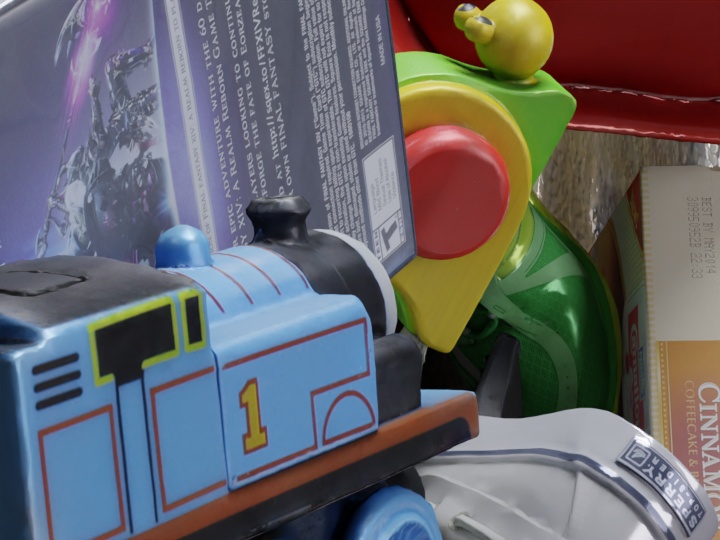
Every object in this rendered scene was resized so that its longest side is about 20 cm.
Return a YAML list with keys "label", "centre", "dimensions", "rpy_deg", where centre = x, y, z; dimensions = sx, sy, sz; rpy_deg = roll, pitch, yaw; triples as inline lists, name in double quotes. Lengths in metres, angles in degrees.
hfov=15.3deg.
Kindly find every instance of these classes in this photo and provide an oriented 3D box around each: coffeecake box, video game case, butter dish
- label: "coffeecake box"
  centre: [0.130, 0.059, 1.058]
  dimensions: [0.200, 0.073, 0.154]
  rpy_deg: [107, -18, -75]
- label: "video game case"
  centre: [-0.048, -0.024, 0.678]
  dimensions: [0.200, 0.019, 0.144]
  rpy_deg: [-40, 131, -46]
- label: "butter dish"
  centre: [0.088, -0.158, 0.929]
  dimensions: [0.199, 0.148, 0.200]
  rpy_deg: [3, 56, -37]

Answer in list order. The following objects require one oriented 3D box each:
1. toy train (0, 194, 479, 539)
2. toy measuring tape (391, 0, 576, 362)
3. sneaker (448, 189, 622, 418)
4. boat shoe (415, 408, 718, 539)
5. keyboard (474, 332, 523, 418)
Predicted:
- label: "toy train"
  centre: [-0.045, 0.048, 0.608]
  dimensions: [0.200, 0.086, 0.115]
  rpy_deg: [-18, 108, -56]
- label: "toy measuring tape"
  centre: [0.000, 0.000, 0.847]
  dimensions: [0.201, 0.073, 0.074]
  rpy_deg: [-62, 159, 12]
- label: "sneaker"
  centre: [0.033, -0.015, 0.980]
  dimensions: [0.084, 0.074, 0.201]
  rpy_deg: [-43, 114, -53]
- label: "boat shoe"
  centre: [0.036, 0.087, 0.812]
  dimensions: [0.074, 0.200, 0.065]
  rpy_deg: [44, 70, -2]
- label: "keyboard"
  centre: [0.039, 0.128, 0.972]
  dimensions: [0.104, 0.039, 0.201]
  rpy_deg: [-73, 161, -56]
